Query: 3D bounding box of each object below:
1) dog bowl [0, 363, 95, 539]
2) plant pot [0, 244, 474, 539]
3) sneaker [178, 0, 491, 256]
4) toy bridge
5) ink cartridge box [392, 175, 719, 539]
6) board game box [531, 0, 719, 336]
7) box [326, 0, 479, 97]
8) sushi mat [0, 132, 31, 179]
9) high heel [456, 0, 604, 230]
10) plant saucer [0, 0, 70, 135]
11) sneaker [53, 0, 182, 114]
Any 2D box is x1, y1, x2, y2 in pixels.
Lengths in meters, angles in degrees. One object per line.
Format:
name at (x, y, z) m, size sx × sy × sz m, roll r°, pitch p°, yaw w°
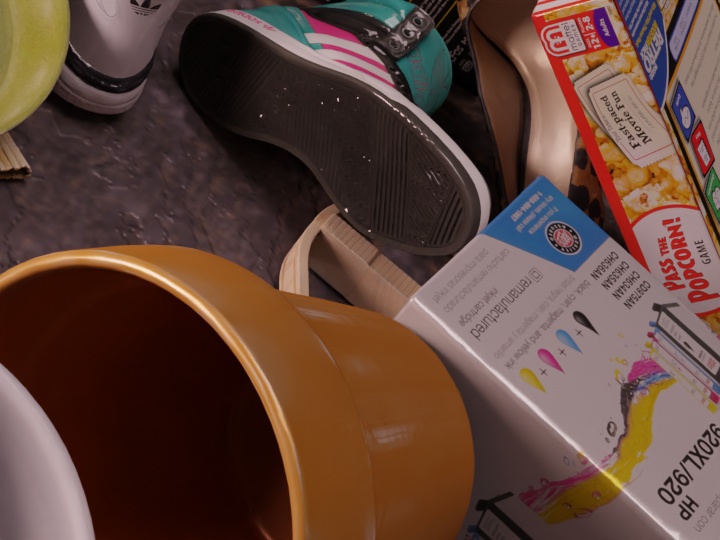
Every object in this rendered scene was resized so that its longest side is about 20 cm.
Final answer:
dog bowl at (-0.200, 0.114, 1.056) m, size 0.199 × 0.079 × 0.202 m, roll 7°, pitch 75°, yaw -27°
plant pot at (-0.052, 0.085, 1.189) m, size 0.201 × 0.200 × 0.183 m, roll 53°, pitch 30°, yaw 18°
sneaker at (0.015, -0.078, 1.470) m, size 0.200 × 0.084 × 0.120 m, roll 36°, pitch 34°, yaw 30°
toy bridge at (0.000, 0.000, 1.444) m, size 0.067 × 0.027 × 0.200 m, roll 39°, pitch 36°, yaw 1°
ink cartridge box at (0.092, 0.093, 1.329) m, size 0.200 × 0.145 × 0.147 m, roll 42°, pitch 37°, yaw 5°
board game box at (0.158, -0.084, 1.483) m, size 0.201 × 0.046 × 0.152 m, roll 65°, pitch 28°, yaw -24°
box at (0.054, -0.208, 1.556) m, size 0.159 × 0.200 × 0.049 m, roll 32°, pitch 38°, yaw -8°
sushi mat at (-0.236, -0.120, 1.381) m, size 0.095 × 0.012 × 0.201 m, roll -8°, pitch 58°, yaw -43°
high heel at (0.086, -0.092, 1.511) m, size 0.143 × 0.071 × 0.201 m, roll -69°, pitch 142°, yaw -55°
plant saucer at (-0.231, -0.133, 1.346) m, size 0.199 × 0.031 × 0.201 m, roll 18°, pitch 51°, yaw -24°
sneaker at (-0.124, -0.184, 1.453) m, size 0.075 × 0.115 × 0.201 m, roll 12°, pitch 45°, yaw -31°
